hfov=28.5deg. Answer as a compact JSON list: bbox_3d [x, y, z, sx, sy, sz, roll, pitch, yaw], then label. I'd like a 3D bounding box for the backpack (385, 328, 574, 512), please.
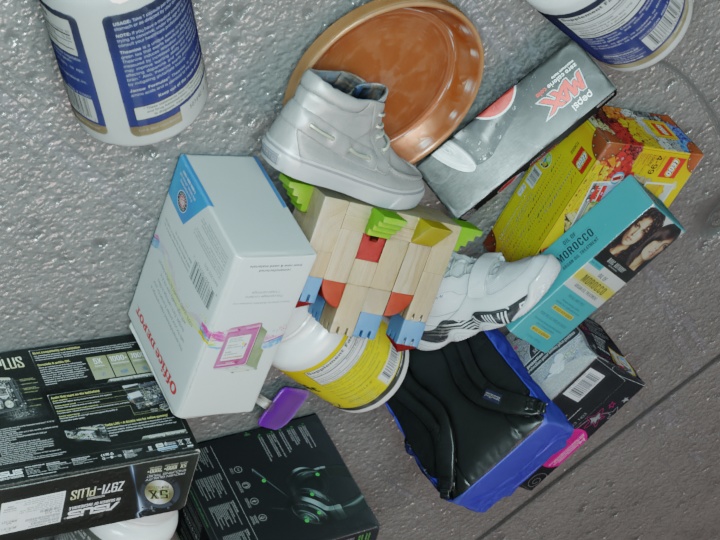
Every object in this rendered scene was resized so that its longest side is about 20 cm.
[{"bbox_3d":[0.120,0.151,1.579,0.162,0.200,0.168,-41,151,7],"label":"backpack"}]

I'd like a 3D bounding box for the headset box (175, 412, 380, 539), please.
[{"bbox_3d":[-0.096,0.266,1.570,0.199,0.174,0.093,-12,137,-26],"label":"headset box"}]

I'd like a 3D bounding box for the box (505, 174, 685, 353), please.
[{"bbox_3d":[0.238,-0.004,1.486,0.200,0.049,0.082,-43,140,15],"label":"box"}]

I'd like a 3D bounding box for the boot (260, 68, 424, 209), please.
[{"bbox_3d":[0.006,-0.118,1.261,0.200,0.074,0.096,10,118,-50],"label":"boot"}]

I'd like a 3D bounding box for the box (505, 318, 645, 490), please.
[{"bbox_3d":[0.214,0.148,1.709,0.200,0.115,0.132,-46,139,15],"label":"box"}]

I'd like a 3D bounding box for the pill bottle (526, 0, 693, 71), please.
[{"bbox_3d":[0.204,-0.265,1.259,0.111,0.111,0.200,-46,140,16],"label":"pill bottle"}]

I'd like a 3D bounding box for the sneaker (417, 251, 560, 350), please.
[{"bbox_3d":[0.101,0.005,1.447,0.200,0.075,0.115,-26,110,39],"label":"sneaker"}]

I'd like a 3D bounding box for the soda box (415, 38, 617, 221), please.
[{"bbox_3d":[0.152,-0.136,1.379,0.200,0.071,0.063,-40,175,8],"label":"soda box"}]

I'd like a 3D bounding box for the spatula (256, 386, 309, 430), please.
[{"bbox_3d":[-0.126,0.130,1.523,0.200,0.021,0.057,30,99,-46],"label":"spatula"}]

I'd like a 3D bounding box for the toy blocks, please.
[{"bbox_3d":[0.000,0.000,1.322,0.199,0.100,0.137,11,106,-31],"label":"toy blocks"}]

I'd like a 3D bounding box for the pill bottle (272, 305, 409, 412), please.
[{"bbox_3d":[-0.042,0.062,1.438,0.111,0.111,0.200,-39,141,8],"label":"pill bottle"}]

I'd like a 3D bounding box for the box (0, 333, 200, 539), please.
[{"bbox_3d":[-0.276,0.155,1.332,0.199,0.164,0.086,-8,136,-30],"label":"box"}]

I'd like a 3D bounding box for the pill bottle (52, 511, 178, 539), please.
[{"bbox_3d":[-0.263,0.281,1.516,0.113,0.114,0.200,3,130,-37],"label":"pill bottle"}]

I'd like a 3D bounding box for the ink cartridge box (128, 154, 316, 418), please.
[{"bbox_3d":[-0.132,0.016,1.296,0.084,0.145,0.201,-1,132,-33],"label":"ink cartridge box"}]

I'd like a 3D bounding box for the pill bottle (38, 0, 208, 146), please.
[{"bbox_3d":[-0.182,-0.199,1.058,0.111,0.111,0.201,-22,141,-13],"label":"pill bottle"}]

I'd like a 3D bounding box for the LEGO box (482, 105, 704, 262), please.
[{"bbox_3d":[0.248,-0.075,1.521,0.148,0.077,0.200,3,130,-36],"label":"LEGO box"}]

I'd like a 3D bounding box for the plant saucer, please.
[{"bbox_3d":[0.020,-0.168,1.298,0.199,0.032,0.201,-19,141,-16],"label":"plant saucer"}]
